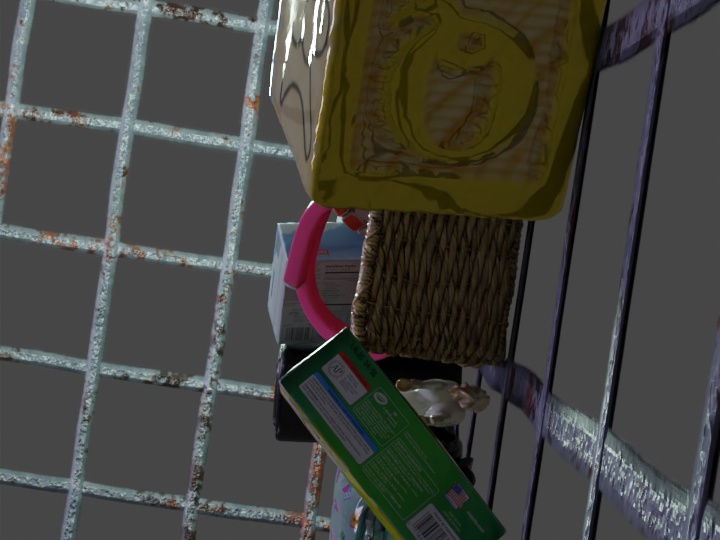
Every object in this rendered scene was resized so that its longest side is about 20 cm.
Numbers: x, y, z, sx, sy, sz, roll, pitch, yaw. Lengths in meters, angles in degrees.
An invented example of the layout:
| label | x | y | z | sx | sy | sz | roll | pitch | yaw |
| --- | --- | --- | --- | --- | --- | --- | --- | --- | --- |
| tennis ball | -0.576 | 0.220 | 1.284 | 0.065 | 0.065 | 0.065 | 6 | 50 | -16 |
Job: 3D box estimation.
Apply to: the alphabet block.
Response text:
| label | x | y | z | sx | sy | sz | roll | pitch | yaw |
| --- | --- | --- | --- | --- | --- | --- | --- | --- | --- |
| alphabet block | 0.049 | -0.167 | 1.255 | 0.200 | 0.195 | 0.197 | -112 | 26 | -60 |

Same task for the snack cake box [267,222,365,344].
| label | x | y | z | sx | sy | sz | roll | pitch | yaw |
| --- | --- | --- | --- | --- | --- | --- | --- | --- | --- |
| snack cake box | 0.008 | 0.011 | 1.796 | 0.067 | 0.198 | 0.116 | -108 | 22 | -50 |

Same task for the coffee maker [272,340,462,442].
| label | x | y | z | sx | sy | sz | roll | pitch | yaw |
| --- | --- | --- | --- | --- | --- | --- | --- | --- | --- |
| coffee maker | 0.008 | 0.124 | 1.823 | 0.192 | 0.198 | 0.136 | -94 | 8 | -86 |

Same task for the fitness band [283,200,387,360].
| label | x | y | z | sx | sy | sz | roll | pitch | yaw |
| --- | --- | --- | --- | --- | --- | --- | --- | --- | --- |
| fitness band | 0.000 | 0.000 | 1.648 | 0.037 | 0.143 | 0.201 | -43 | -22 | -46 |

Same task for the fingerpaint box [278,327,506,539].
| label | x | y | z | sx | sy | sz | roll | pitch | yaw |
| --- | --- | --- | --- | --- | --- | --- | --- | --- | --- |
| fingerpaint box | 0.022 | 0.149 | 1.365 | 0.073 | 0.200 | 0.167 | -38 | -5 | -6 |

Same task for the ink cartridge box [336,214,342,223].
| label | x | y | z | sx | sy | sz | roll | pitch | yaw |
| --- | --- | --- | --- | --- | --- | --- | --- | --- | --- |
| ink cartridge box | 0.060 | -0.043 | 1.848 | 0.045 | 0.175 | 0.201 | -114 | 25 | -46 |

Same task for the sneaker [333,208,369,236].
| label | x | y | z | sx | sy | sz | roll | pitch | yaw |
| --- | --- | --- | --- | --- | --- | --- | --- | --- | --- |
| sneaker | 0.028 | -0.074 | 1.698 | 0.200 | 0.077 | 0.082 | 50 | -151 | -36 |

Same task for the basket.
| label | x | y | z | sx | sy | sz | roll | pitch | yaw |
| --- | --- | --- | --- | --- | --- | --- | --- | --- | --- |
| basket | 0.049 | -0.024 | 1.500 | 0.143 | 0.148 | 0.202 | -171 | 89 | -70 |

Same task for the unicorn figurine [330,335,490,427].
| label | x | y | z | sx | sy | sz | roll | pitch | yaw |
| --- | --- | --- | --- | --- | --- | --- | --- | --- | --- |
| unicorn figurine | 0.026 | 0.119 | 1.557 | 0.137 | 0.198 | 0.075 | -3 | -77 | -65 |

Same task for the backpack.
| label | x | y | z | sx | sy | sz | roll | pitch | yaw |
| --- | --- | --- | --- | --- | --- | --- | --- | --- | --- |
| backpack | 0.035 | 0.242 | 1.626 | 0.167 | 0.125 | 0.202 | -105 | 20 | -79 |
